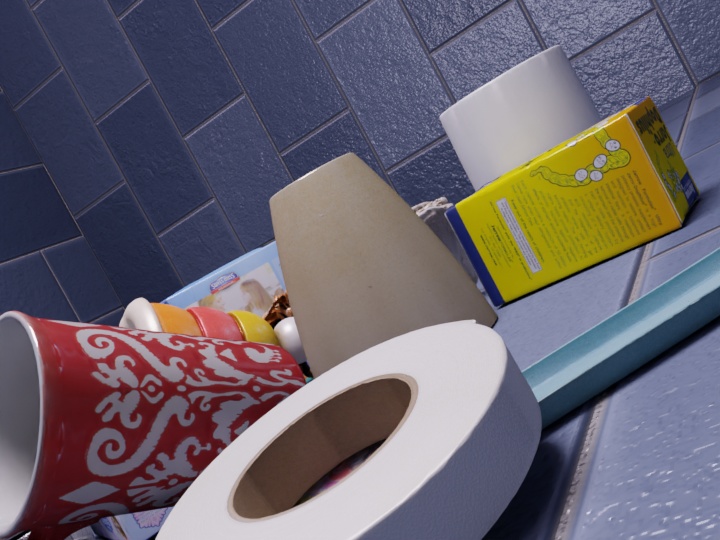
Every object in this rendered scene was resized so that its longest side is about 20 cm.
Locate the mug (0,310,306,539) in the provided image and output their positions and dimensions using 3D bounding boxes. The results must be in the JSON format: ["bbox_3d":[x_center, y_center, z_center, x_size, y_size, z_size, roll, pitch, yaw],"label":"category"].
[{"bbox_3d":[-0.151,0.119,0.578,0.198,0.133,0.179,6,-64,-41],"label":"mug"}]

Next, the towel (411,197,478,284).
[{"bbox_3d":[0.035,0.018,0.926,0.199,0.134,0.034,-32,31,-13],"label":"towel"}]

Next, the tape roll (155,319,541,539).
[{"bbox_3d":[-0.009,0.096,0.402,0.201,0.037,0.203,-32,12,7],"label":"tape roll"}]

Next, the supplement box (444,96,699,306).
[{"bbox_3d":[0.202,-0.065,0.809,0.199,0.110,0.109,-27,3,34],"label":"supplement box"}]

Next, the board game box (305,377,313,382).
[{"bbox_3d":[-0.132,0.148,1.105,0.151,0.045,0.199,-31,3,-31],"label":"board game box"}]

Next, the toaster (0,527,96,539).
[{"bbox_3d":[-0.321,0.239,0.766,0.128,0.115,0.200,-26,-1,-25],"label":"toaster"}]

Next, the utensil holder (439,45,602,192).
[{"bbox_3d":[0.204,-0.126,0.954,0.169,0.202,0.170,-28,3,2],"label":"utensil holder"}]

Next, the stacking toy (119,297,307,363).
[{"bbox_3d":[-0.130,0.089,0.843,0.198,0.148,0.146,-8,-7,-28],"label":"stacking toy"}]

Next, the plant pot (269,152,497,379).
[{"bbox_3d":[0.000,0.000,0.799,0.186,0.202,0.187,-30,2,1],"label":"plant pot"}]

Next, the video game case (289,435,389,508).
[{"bbox_3d":[-0.020,0.123,0.455,0.199,0.018,0.143,-29,13,18],"label":"video game case"}]

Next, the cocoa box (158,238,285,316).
[{"bbox_3d":[-0.146,0.054,1.091,0.199,0.134,0.131,-30,4,-22],"label":"cocoa box"}]

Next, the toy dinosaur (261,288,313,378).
[{"bbox_3d":[-0.073,0.077,0.945,0.135,0.103,0.200,-14,-29,-50],"label":"toy dinosaur"}]

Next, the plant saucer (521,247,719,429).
[{"bbox_3d":[0.159,0.032,0.470,0.198,0.019,0.070,-30,2,-8],"label":"plant saucer"}]

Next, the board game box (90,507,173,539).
[{"bbox_3d":[-0.158,0.182,0.804,0.198,0.041,0.200,-31,3,-29],"label":"board game box"}]
